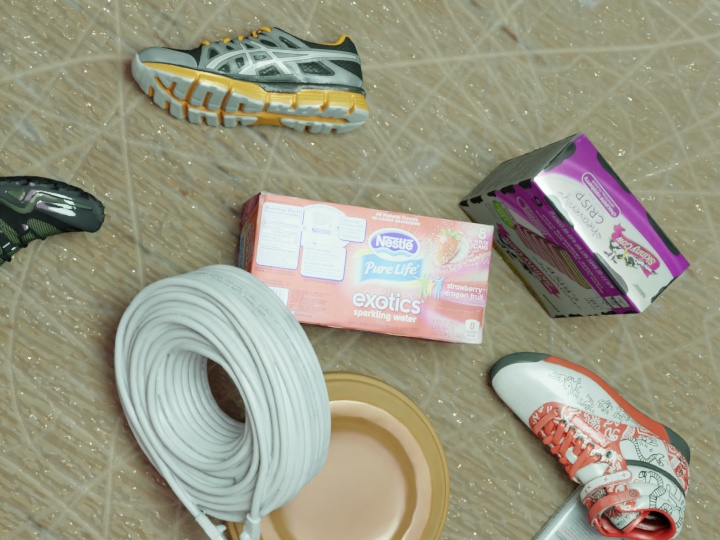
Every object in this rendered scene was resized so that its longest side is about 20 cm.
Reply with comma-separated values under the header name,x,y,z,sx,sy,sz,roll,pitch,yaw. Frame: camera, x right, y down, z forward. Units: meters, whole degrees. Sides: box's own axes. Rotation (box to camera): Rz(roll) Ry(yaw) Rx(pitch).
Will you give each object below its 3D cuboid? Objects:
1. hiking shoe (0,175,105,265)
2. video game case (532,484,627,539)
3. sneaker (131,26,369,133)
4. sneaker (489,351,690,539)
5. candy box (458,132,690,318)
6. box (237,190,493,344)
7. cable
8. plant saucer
name,x,y,z,sx,sy,sz,roll,pitch,yaw
hiking shoe,-0.302,-0.023,1.210,0.198,0.076,0.102,-1,97,-3
video game case,0.216,0.311,1.332,0.200,0.023,0.182,44,80,-9
sneaker,-0.091,-0.164,1.258,0.198,0.078,0.078,6,74,-15
sneaker,0.194,0.154,1.285,0.201,0.067,0.108,31,41,-12
candy box,0.168,-0.031,1.239,0.061,0.200,0.137,-41,95,-11
box,0.000,0.000,1.256,0.198,0.095,0.104,7,87,-12
cable,-0.107,0.095,1.183,0.200,0.201,0.069,45,41,19
plant saucer,-0.017,0.186,1.277,0.198,0.037,0.202,0,89,-13
